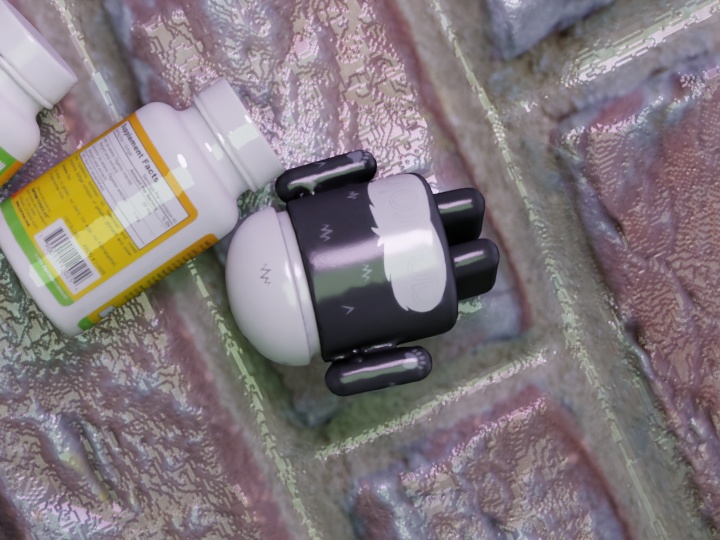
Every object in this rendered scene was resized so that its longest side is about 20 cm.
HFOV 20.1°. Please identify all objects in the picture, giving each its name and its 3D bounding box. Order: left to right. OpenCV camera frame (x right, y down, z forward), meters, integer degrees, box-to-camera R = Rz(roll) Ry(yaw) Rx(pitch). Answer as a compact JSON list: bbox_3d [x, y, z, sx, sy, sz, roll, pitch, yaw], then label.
[{"bbox_3d":[-0.300,-0.095,1.443,0.200,0.111,0.111,-44,100,2],"label":"pill bottle"},{"bbox_3d":[-0.158,-0.051,1.473,0.199,0.111,0.111,-34,101,-1],"label":"pill bottle"},{"bbox_3d":[0.000,-0.001,1.494,0.198,0.151,0.126,-14,122,-5],"label":"robot figurine"}]
